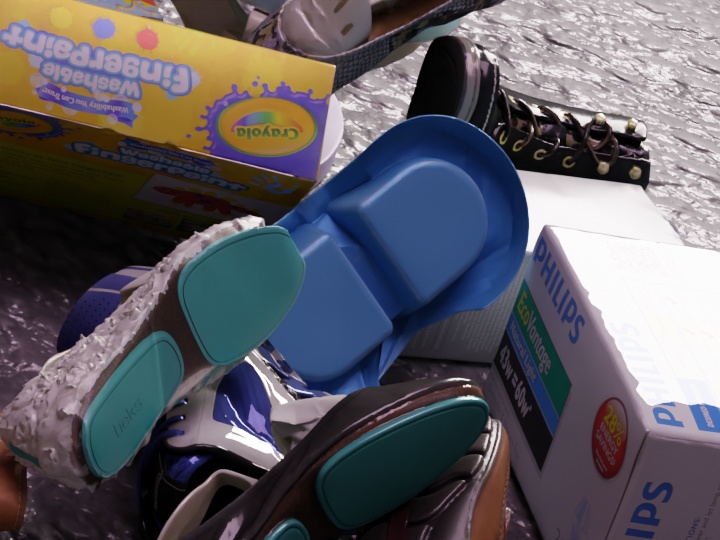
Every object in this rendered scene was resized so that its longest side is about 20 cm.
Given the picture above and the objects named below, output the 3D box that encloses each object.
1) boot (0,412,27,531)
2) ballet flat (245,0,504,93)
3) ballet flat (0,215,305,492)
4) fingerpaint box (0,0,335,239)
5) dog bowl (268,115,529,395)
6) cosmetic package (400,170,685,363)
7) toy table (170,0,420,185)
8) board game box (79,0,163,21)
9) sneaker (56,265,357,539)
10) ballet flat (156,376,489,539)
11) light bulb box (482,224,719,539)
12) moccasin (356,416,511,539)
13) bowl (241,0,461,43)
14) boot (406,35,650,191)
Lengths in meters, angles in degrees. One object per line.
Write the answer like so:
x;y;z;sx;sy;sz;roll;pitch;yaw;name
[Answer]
-0.229;0.104;1.071;0.154;0.077;0.200;17;21;-14;boot
0.008;-0.163;1.408;0.200;0.072;0.072;-28;46;-15;ballet flat
-0.103;0.032;1.137;0.072;0.072;0.200;28;40;17;ballet flat
-0.131;-0.083;1.347;0.199;0.074;0.167;13;-16;-11;fingerpaint box
0.000;0.000;1.298;0.200;0.112;0.050;-40;13;-20;dog bowl
0.092;-0.003;1.433;0.199;0.091;0.107;10;29;-24;cosmetic package
-0.059;-0.137;1.542;0.183;0.118;0.200;14;27;-10;toy table
-0.209;-0.169;1.516;0.102;0.105;0.200;5;32;-26;board game box
-0.083;0.076;1.186;0.199;0.081;0.115;34;29;22;sneaker
-0.033;0.101;1.100;0.200;0.068;0.068;-38;54;-18;ballet flat
0.194;0.088;1.290;0.199;0.125;0.199;8;31;-19;light bulb box
0.040;0.148;1.128;0.073;0.078;0.202;-17;33;20;moccasin
-0.015;-0.235;1.510;0.200;0.106;0.201;15;27;-8;bowl
0.110;-0.090;1.488;0.153;0.074;0.204;5;-15;-6;boot
